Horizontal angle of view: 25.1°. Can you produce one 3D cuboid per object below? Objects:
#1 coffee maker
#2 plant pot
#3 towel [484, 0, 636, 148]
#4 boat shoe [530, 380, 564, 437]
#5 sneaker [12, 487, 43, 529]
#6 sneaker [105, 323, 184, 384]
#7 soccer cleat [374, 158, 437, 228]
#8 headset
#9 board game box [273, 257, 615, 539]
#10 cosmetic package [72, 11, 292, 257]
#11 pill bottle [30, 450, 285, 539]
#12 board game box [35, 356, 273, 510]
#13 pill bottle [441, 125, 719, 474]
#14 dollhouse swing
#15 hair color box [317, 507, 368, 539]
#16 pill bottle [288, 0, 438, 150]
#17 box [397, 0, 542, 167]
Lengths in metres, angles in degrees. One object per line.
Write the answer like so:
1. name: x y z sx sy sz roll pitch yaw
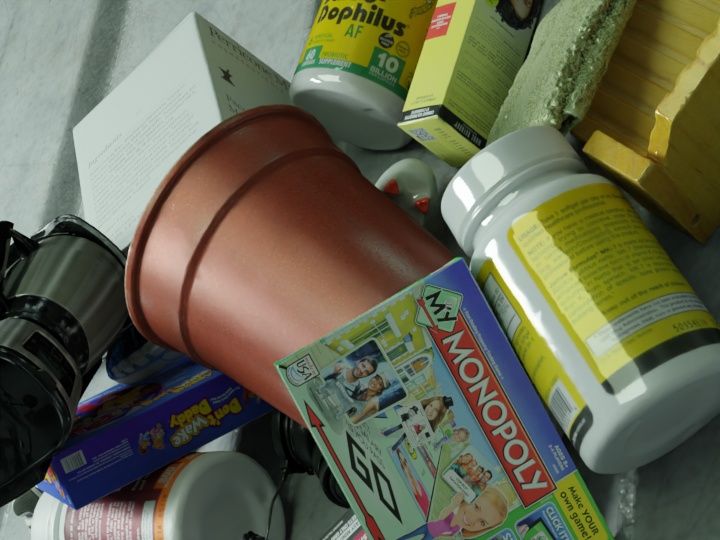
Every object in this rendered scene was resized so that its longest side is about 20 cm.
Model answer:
1. coffee maker: -0.262 0.082 1.203 0.193 0.134 0.200 -59 5 30
2. plant pot: -0.025 0.018 1.117 0.195 0.200 0.202 35 91 33
3. towel: 0.143 -0.144 1.162 0.201 0.036 0.148 -62 8 -29
4. boat shoe: 0.100 0.103 1.084 0.068 0.072 0.202 -6 69 46
5. sneaker: -0.216 0.160 1.408 0.199 0.081 0.084 -37 24 14
6. sneaker: -0.117 0.035 1.290 0.199 0.086 0.075 -38 42 18
7. soccer cleat: 0.000 0.000 1.277 0.201 0.069 0.078 -56 4 15
8. headset: -0.014 0.138 1.195 0.200 0.094 0.123 -48 39 -14
9. board game box: 0.052 0.112 0.995 0.134 0.201 0.029 -29 2 -6
10. cosmetic package: -0.126 -0.073 1.381 0.165 0.164 0.201 -40 41 20
11. pill bottle: -0.163 0.202 1.264 0.199 0.114 0.115 -10 56 44
12. board game box: -0.159 0.113 1.265 0.199 0.045 0.134 -26 12 -22
13. pill bottle: 0.138 0.014 1.007 0.114 0.114 0.201 -41 62 19
14. dollhouse swing: 0.207 -0.156 1.072 0.176 0.181 0.201 39 96 34
15. hair color box: 0.018 0.255 1.063 0.099 0.060 0.201 -46 39 14
16. pill bottle: 0.023 -0.214 1.357 0.112 0.112 0.202 0 64 49
17. box: 0.095 -0.188 1.290 0.050 0.075 0.202 -3 63 47
